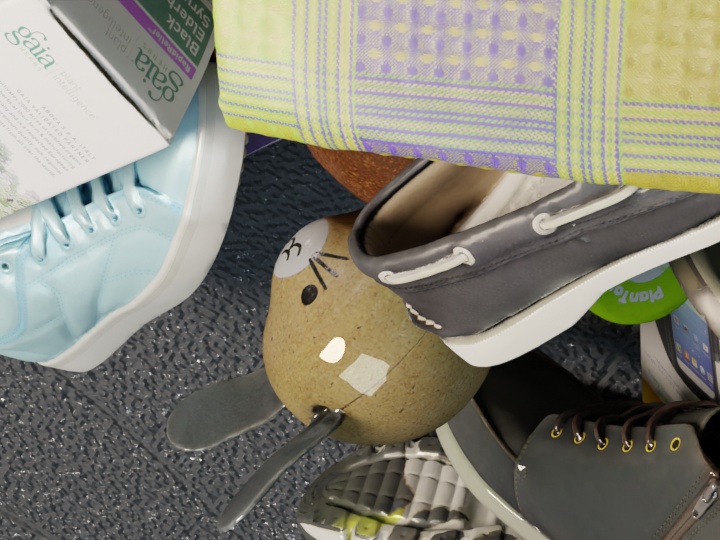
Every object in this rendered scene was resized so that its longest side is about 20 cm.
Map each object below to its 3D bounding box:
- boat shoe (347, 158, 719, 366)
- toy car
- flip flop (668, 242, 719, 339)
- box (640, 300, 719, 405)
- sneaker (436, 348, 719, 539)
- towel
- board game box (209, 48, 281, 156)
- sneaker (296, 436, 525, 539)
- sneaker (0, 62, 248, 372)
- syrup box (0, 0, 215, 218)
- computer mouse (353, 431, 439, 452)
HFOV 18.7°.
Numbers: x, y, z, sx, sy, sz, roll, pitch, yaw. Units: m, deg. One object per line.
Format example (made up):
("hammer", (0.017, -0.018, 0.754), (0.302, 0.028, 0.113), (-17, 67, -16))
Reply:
("boat shoe", (0.076, -0.042, 0.648), (0.060, 0.074, 0.200), (33, 134, -25))
("toy car", (0.000, 0.000, 0.800), (0.158, 0.164, 0.200), (41, 93, -21))
("flip flop", (0.166, -0.038, 0.737), (0.081, 0.200, 0.058), (47, 141, -2))
("box", (0.153, 0.014, 0.857), (0.041, 0.119, 0.201), (-20, 135, -15))
("sneaker", (0.106, 0.067, 0.865), (0.200, 0.074, 0.107), (48, 137, 33))
("towel", (0.052, -0.096, 0.598), (0.198, 0.023, 0.145), (5, 104, 19))
("board game box", (-0.138, -0.096, 0.899), (0.199, 0.057, 0.165), (-23, 121, 37))
("sneaker", (0.065, 0.134, 0.969), (0.198, 0.075, 0.085), (8, 128, 20))
("sneaker", (-0.112, -0.017, 0.860), (0.081, 0.074, 0.200), (8, 144, -29))
("syrup box", (-0.153, -0.070, 0.830), (0.199, 0.082, 0.079), (-21, 126, 35))
("computer mouse", (0.106, 0.092, 1.003), (0.199, 0.053, 0.139), (31, 131, 2))
